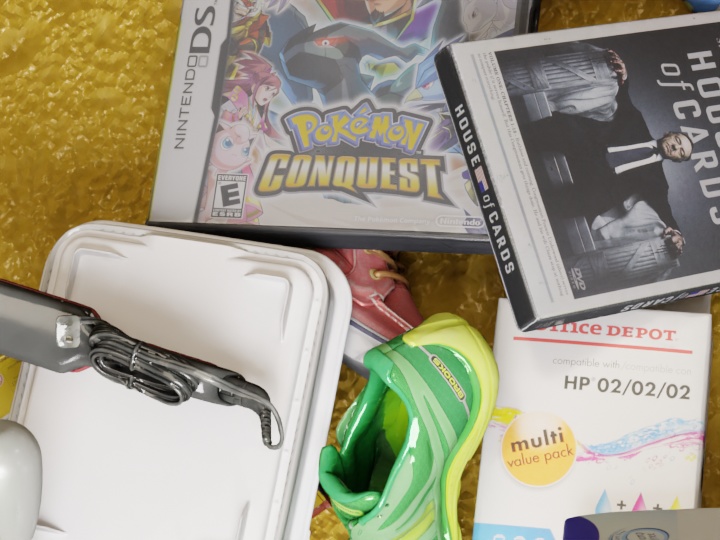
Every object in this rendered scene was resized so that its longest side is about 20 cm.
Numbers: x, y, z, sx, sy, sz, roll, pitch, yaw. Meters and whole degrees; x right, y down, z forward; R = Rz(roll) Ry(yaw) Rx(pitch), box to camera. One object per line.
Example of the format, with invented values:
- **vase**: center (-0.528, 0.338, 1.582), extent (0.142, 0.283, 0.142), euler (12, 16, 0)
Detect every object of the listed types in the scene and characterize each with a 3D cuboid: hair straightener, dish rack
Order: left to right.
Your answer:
- **hair straightener**: center (-0.129, 0.045, 1.154), extent (0.199, 0.077, 0.041), euler (23, 92, 12)
- **dish rack**: center (-0.102, 0.071, 1.203), extent (0.170, 0.044, 0.201), euler (8, 74, 12)

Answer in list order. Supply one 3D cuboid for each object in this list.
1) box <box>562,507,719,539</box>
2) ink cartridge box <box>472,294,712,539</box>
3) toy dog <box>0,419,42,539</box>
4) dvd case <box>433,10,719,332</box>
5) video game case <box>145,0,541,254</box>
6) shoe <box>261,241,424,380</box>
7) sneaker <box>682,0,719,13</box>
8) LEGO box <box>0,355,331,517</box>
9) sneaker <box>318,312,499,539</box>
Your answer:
- **box**: center (0.148, 0.233, 1.087), extent (0.104, 0.184, 0.201), euler (-4, 103, 8)
- **ink cartridge box**: center (0.123, 0.082, 1.233), extent (0.114, 0.068, 0.201), euler (4, 74, 9)
- **toy dog**: center (-0.200, 0.178, 1.128), extent (0.096, 0.132, 0.201), euler (-5, 82, -33)
- **dvd case**: center (0.145, -0.057, 1.231), extent (0.199, 0.025, 0.151), euler (-11, 76, -31)
- **video game case**: center (-0.007, -0.100, 1.266), extent (0.199, 0.026, 0.182), euler (2, 71, 15)
- **shoe**: center (0.000, 0.000, 1.276), extent (0.199, 0.071, 0.091), euler (32, 83, 20)
- **sneaker**: center (0.251, -0.208, 1.309), extent (0.199, 0.076, 0.077), euler (-23, 92, 2)
- **LEGO box**: center (-0.140, 0.109, 1.261), extent (0.199, 0.077, 0.149), euler (-31, 72, -1)
- **sneaker**: center (0.011, 0.113, 1.197), extent (0.083, 0.201, 0.074), euler (-8, 30, -33)
